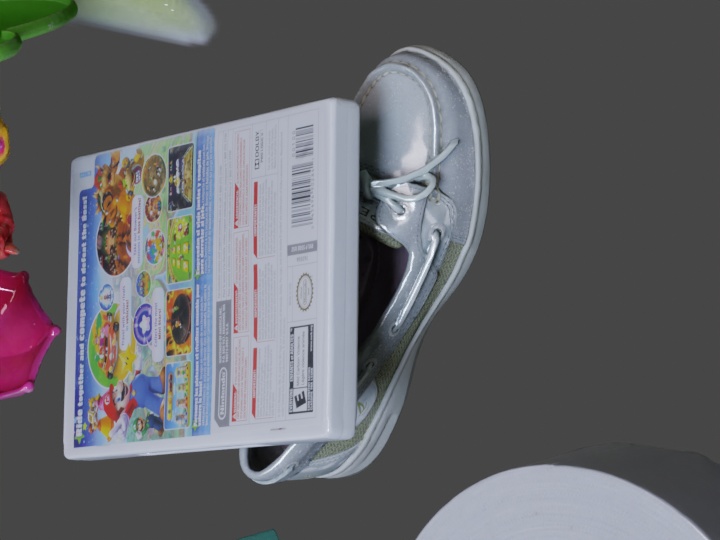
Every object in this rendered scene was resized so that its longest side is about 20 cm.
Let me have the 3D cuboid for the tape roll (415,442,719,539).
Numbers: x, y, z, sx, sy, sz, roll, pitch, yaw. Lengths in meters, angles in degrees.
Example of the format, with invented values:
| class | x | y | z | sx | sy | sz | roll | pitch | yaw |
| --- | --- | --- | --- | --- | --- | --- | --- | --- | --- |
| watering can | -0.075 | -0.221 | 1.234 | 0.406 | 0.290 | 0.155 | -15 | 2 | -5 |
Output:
| class | x | y | z | sx | sy | sz | roll | pitch | yaw |
| --- | --- | --- | --- | --- | --- | --- | --- | --- | --- |
| tape roll | 0.105 | 0.174 | 1.147 | 0.200 | 0.066 | 0.201 | 5 | 98 | 37 |

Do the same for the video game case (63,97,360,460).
| class | x | y | z | sx | sy | sz | roll | pitch | yaw |
| --- | --- | --- | --- | --- | --- | --- | --- | --- | --- |
| video game case | -0.069 | 0.008 | 1.229 | 0.200 | 0.018 | 0.144 | -9 | 78 | 50 |

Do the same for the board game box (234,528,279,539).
| class | x | y | z | sx | sy | sz | roll | pitch | yaw |
| --- | --- | --- | --- | --- | --- | --- | --- | --- | --- |
| board game box | -0.144 | 0.185 | 1.260 | 0.200 | 0.152 | 0.045 | -30 | 79 | 30 |

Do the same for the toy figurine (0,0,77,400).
| class | x | y | z | sx | sy | sz | roll | pitch | yaw |
| --- | --- | --- | --- | --- | --- | --- | --- | --- | --- |
| toy figurine | -0.187 | -0.021 | 1.273 | 0.149 | 0.200 | 0.185 | -10 | 104 | -11 |

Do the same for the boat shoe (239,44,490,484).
| class | x | y | z | sx | sy | sz | roll | pitch | yaw |
| --- | --- | --- | --- | --- | --- | --- | --- | --- | --- |
| boat shoe | -0.002 | 0.000 | 1.210 | 0.074 | 0.065 | 0.203 | 29 | 108 | 26 |
